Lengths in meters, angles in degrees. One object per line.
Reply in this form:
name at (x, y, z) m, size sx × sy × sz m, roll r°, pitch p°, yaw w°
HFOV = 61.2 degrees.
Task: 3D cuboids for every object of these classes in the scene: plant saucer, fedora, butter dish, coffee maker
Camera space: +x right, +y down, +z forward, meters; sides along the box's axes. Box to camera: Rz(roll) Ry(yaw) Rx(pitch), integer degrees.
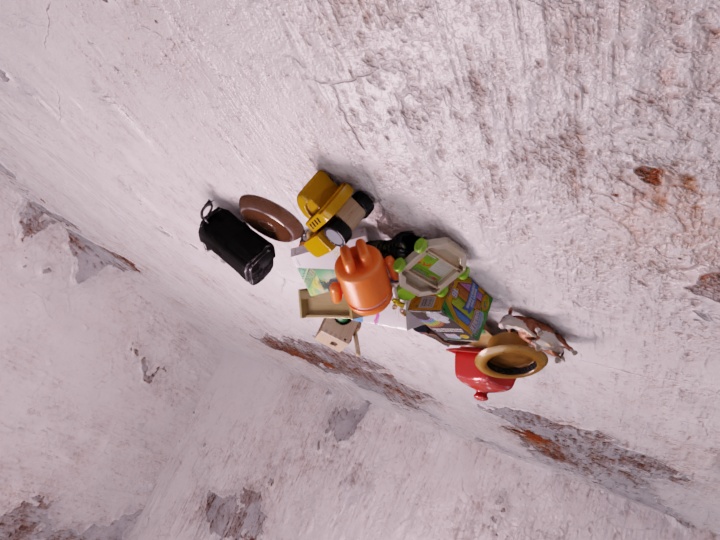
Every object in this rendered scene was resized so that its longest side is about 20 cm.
plant saucer at (0.293, 0.159, 1.732) m, size 0.198 × 0.036 × 0.201 m, roll 22°, pitch 159°, yaw 9°
fedora at (0.407, 0.222, 1.651) m, size 0.198 × 0.083 × 0.202 m, roll 2°, pitch 145°, yaw 2°
butter dish at (0.373, 0.317, 1.830) m, size 0.198 × 0.150 × 0.199 m, roll 21°, pitch 165°, yaw -33°
plant saucer at (-0.248, -0.132, 1.661) m, size 0.198 × 0.035 × 0.201 m, roll 22°, pitch 160°, yaw 8°
coffee maker at (-0.351, -0.071, 1.702) m, size 0.199 × 0.135 × 0.192 m, roll 35°, pitch 176°, yaw 19°

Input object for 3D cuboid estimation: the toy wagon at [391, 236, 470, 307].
toy wagon at (0.143, 0.007, 1.366) m, size 0.154 × 0.040 × 0.200 m, roll 28°, pitch 123°, yaw -33°

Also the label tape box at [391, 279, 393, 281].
label tape box at (0.000, 0.000, 1.646) m, size 0.200 × 0.067 × 0.143 m, roll 39°, pitch 155°, yaw -29°

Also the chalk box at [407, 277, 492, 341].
chalk box at (0.238, 0.096, 1.517) m, size 0.199 × 0.125 × 0.124 m, roll 37°, pitch 156°, yaw -32°

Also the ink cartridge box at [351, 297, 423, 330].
ink cartridge box at (0.091, 0.096, 1.653) m, size 0.198 × 0.086 × 0.144 m, roll 5°, pitch -168°, yaw 41°

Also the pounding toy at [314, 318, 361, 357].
pounding toy at (-0.050, 0.182, 1.977) m, size 0.141 × 0.186 × 0.200 m, roll 26°, pitch 160°, yaw -5°

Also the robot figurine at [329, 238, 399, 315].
robot figurine at (0.007, 0.023, 1.383) m, size 0.116 × 0.144 × 0.201 m, roll 20°, pitch 147°, yaw 34°

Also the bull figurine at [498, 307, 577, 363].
bull figurine at (0.439, 0.163, 1.504) m, size 0.198 × 0.066 × 0.122 m, roll 24°, pitch -166°, yaw -17°

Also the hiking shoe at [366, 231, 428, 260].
hiking shoe at (0.087, -0.057, 1.401) m, size 0.197 × 0.076 × 0.101 m, roll 3°, pitch 145°, yaw 17°

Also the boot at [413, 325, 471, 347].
boot at (0.246, 0.172, 1.689) m, size 0.199 × 0.076 × 0.097 m, roll 16°, pitch 171°, yaw 44°

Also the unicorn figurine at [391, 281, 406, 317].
unicorn figurine at (0.106, 0.043, 1.506) m, size 0.199 × 0.138 × 0.074 m, roll -36°, pitch 113°, yaw 26°

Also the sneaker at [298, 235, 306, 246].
sneaker at (-0.118, -0.037, 1.704) m, size 0.091 × 0.077 × 0.200 m, roll 10°, pitch 164°, yaw 14°

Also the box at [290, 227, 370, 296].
box at (-0.058, -0.019, 1.517) m, size 0.197 × 0.037 × 0.145 m, roll -15°, pitch 130°, yaw 11°

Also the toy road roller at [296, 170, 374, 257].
toy road roller at (-0.076, -0.131, 1.345) m, size 0.146 × 0.123 × 0.200 m, roll 43°, pitch 154°, yaw -10°

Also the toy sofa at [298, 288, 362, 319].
toy sofa at (-0.066, 0.084, 1.635) m, size 0.198 × 0.084 × 0.097 m, roll -3°, pitch -177°, yaw 38°
